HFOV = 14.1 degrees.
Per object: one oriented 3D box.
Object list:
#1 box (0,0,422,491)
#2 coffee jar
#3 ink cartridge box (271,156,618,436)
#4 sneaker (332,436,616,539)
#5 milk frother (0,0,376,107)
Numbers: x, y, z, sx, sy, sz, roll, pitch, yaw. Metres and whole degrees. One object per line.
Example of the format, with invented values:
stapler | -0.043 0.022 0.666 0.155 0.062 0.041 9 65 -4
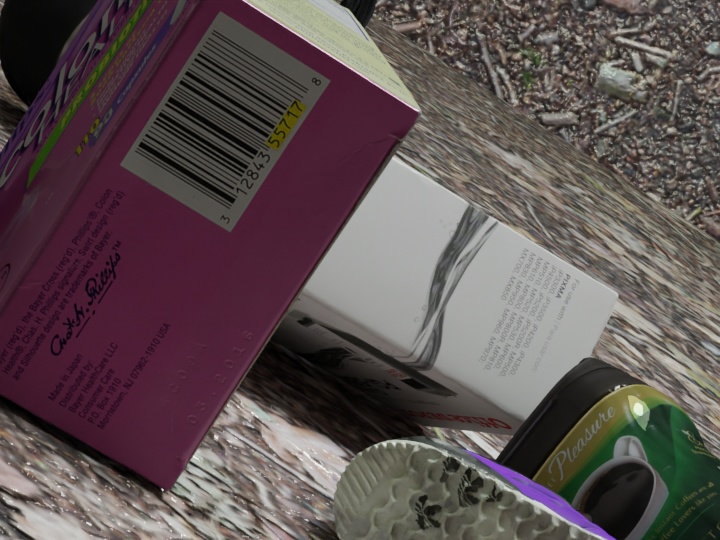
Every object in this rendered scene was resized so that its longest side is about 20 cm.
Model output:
box | -0.077 -0.038 1.160 0.097 0.176 0.200 31 10 -15
coffee jar | 0.142 0.127 1.289 0.200 0.104 0.085 42 6 40
ink cartridge box | 0.000 0.000 1.393 0.200 0.083 0.147 30 -12 -20
sneaker | 0.087 0.129 1.198 0.200 0.070 0.100 36 7 8
milk frother | -0.062 -0.115 1.547 0.180 0.200 0.188 32 9 -37
